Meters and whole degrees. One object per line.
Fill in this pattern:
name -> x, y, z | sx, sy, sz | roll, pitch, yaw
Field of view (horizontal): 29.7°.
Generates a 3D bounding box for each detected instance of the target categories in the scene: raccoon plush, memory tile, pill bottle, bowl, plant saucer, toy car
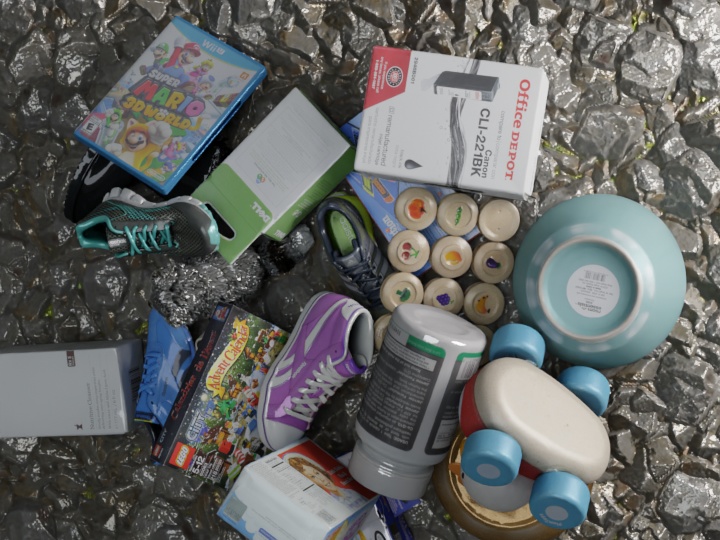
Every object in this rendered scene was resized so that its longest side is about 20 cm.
raccoon plush -> -0.165, -0.006, 1.616 | 0.200, 0.134, 0.097 | -40, 83, 15
memory tile -> 0.100, 0.008, 1.573 | 0.152, 0.017, 0.201 | 8, 97, -11
pill bottle -> 0.060, 0.148, 1.529 | 0.113, 0.113, 0.201 | 22, 104, 13
bowl -> 0.260, 0.016, 1.515 | 0.199, 0.105, 0.202 | 1, 94, 16
plant saucer -> 0.174, 0.230, 1.590 | 0.199, 0.035, 0.202 | 1, 94, 15
toy car -> 0.156, 0.200, 1.502 | 0.176, 0.185, 0.200 | 32, 136, -13

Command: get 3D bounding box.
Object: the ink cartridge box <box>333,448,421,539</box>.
ink cartridge box -> -0.029, 0.298, 1.630 | 0.199, 0.076, 0.137 | -26, 86, 18

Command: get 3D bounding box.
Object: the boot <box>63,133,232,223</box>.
boot -> -0.260, -0.112, 1.674 | 0.162, 0.073, 0.199 | 30, 103, 6

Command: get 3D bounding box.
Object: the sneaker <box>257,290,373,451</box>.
sneaker -> -0.049, 0.126, 1.571 | 0.114, 0.072, 0.202 | 20, 89, 54

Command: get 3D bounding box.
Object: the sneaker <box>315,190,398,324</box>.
sneaker -> 0.000, 0.000, 1.598 | 0.074, 0.081, 0.201 | -33, 85, 16

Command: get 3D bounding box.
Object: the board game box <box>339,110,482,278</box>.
board game box -> 0.050, -0.100, 1.610 | 0.103, 0.019, 0.201 | -35, 84, 14

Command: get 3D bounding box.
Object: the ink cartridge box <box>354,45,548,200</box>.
ink cartridge box -> 0.105, -0.167, 1.543 | 0.199, 0.084, 0.145 | 9, 91, 9

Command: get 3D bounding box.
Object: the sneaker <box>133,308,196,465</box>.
sneaker -> -0.243, 0.141, 1.671 | 0.066, 0.078, 0.201 | -6, 93, 56

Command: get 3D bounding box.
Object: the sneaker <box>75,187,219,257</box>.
sneaker -> -0.251, -0.041, 1.578 | 0.199, 0.091, 0.078 | 7, 120, 37

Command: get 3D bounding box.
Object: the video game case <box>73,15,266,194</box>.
video game case -> -0.227, -0.201, 1.623 | 0.143, 0.018, 0.200 | 31, 71, 18

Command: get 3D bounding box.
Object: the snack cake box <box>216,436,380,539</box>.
snack cake box -> -0.064, 0.256, 1.496 | 0.115, 0.200, 0.067 | 34, 101, 13

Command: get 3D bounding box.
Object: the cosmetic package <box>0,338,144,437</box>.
cosmetic package -> -0.375, 0.149, 1.716 | 0.199, 0.081, 0.114 | -6, 94, 15

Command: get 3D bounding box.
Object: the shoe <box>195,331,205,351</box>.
shoe -> -0.158, 0.167, 1.670 | 0.070, 0.053, 0.201 | -20, 88, 16

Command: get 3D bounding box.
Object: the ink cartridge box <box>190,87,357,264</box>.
ink cartridge box -> -0.104, -0.106, 1.600 | 0.200, 0.059, 0.104 | -45, 72, 6

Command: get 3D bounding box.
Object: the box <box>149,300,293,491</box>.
box -> -0.147, 0.155, 1.601 | 0.038, 0.136, 0.201 | 13, 77, 54
